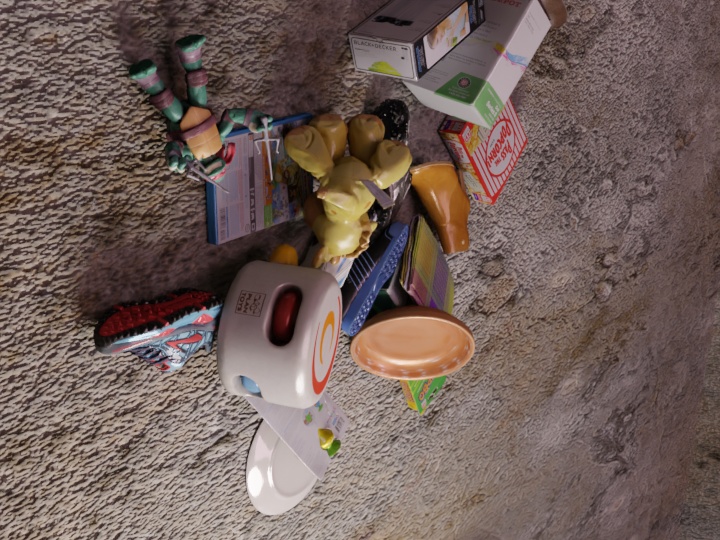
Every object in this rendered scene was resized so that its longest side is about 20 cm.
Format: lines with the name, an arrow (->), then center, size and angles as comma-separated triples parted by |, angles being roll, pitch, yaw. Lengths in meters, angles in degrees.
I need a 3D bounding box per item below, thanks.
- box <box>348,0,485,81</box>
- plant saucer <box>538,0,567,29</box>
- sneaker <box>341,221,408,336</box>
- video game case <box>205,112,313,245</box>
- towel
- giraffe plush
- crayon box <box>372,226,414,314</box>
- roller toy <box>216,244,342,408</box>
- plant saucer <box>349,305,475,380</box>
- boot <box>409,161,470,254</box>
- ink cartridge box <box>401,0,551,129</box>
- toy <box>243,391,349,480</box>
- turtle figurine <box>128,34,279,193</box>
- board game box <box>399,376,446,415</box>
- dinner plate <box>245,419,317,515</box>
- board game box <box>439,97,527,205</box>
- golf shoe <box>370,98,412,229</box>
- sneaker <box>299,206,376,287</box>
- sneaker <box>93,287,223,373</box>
box -> 0.086, -0.359, 1.567 | 0.200, 0.116, 0.060 | -46, 139, -38
plant saucer -> 0.240, -0.446, 1.689 | 0.032, 0.200, 0.200 | -53, 143, -3
sneaker -> 0.000, 0.000, 1.605 | 0.201, 0.078, 0.070 | -59, 161, -22
video game case -> -0.132, -0.127, 1.429 | 0.200, 0.018, 0.144 | -23, 120, -49
towel -> 0.111, 0.017, 1.714 | 0.200, 0.023, 0.144 | 56, 37, -50
giraffe plush -> -0.021, -0.096, 1.460 | 0.172, 0.201, 0.163 | -6, 139, -20
crayon box -> 0.074, 0.035, 1.734 | 0.200, 0.051, 0.127 | 58, 43, -47
roller toy -> -0.111, 0.081, 1.407 | 0.183, 0.139, 0.201 | -54, 152, -66
plant saucer -> 0.083, 0.113, 1.693 | 0.200, 0.199, 0.038 | 53, 30, -49
boot -> 0.135, -0.099, 1.743 | 0.201, 0.070, 0.145 | 3, 79, -62
ink cartridge box -> 0.182, -0.341, 1.657 | 0.201, 0.145, 0.087 | -61, 144, -5
toy -> -0.104, 0.199, 1.545 | 0.200, 0.047, 0.115 | 50, 46, -22
turtle figurine -> -0.190, -0.168, 1.257 | 0.150, 0.100, 0.201 | -45, 124, -34
board game box -> 0.099, 0.156, 1.858 | 0.096, 0.030, 0.201 | -50, 135, -31
dinner plate -> -0.101, 0.281, 1.624 | 0.200, 0.024, 0.201 | -25, 121, -50
board game box -> 0.219, -0.236, 1.861 | 0.152, 0.046, 0.200 | -61, 143, -20
golf shoe -> 0.040, -0.165, 1.623 | 0.094, 0.077, 0.201 | -17, 124, -63
sneaker -> -0.040, -0.016, 1.556 | 0.200, 0.072, 0.073 | -54, 142, -24
sneaker -> -0.241, 0.087, 1.301 | 0.200, 0.079, 0.096 | -15, 116, -52
